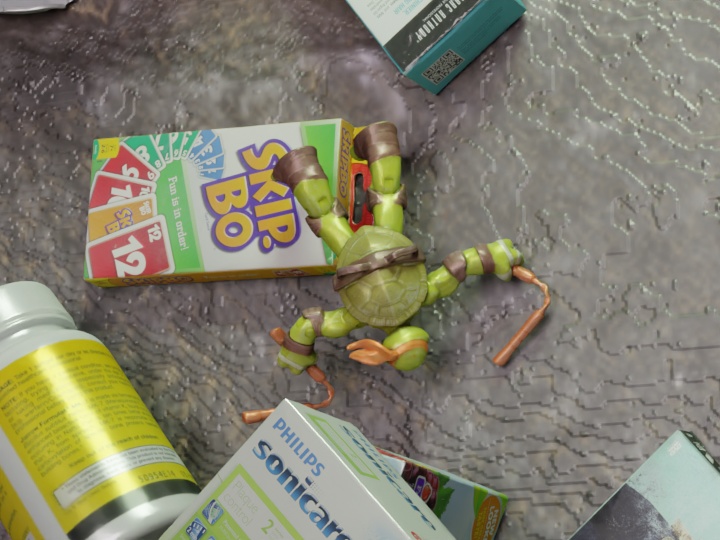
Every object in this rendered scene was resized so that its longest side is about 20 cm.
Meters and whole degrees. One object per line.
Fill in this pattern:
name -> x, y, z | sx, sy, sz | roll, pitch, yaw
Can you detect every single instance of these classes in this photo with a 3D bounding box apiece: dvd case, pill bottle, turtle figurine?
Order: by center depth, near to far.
dvd case -> 0.194, 0.208, 1.355 | 0.146, 0.022, 0.200 | -45, 64, 9
turtle figurine -> 0.000, 0.000, 1.457 | 0.199, 0.064, 0.162 | -23, 71, 6
pill bottle -> -0.184, 0.110, 1.508 | 0.114, 0.114, 0.200 | -41, 64, 11

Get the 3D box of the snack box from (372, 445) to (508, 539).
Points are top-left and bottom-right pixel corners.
snack box -> 0.003, 0.205, 1.379 | 0.053, 0.142, 0.201 | 19, 87, 29

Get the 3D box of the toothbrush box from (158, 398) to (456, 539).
toothbrush box -> -0.044, 0.193, 1.276 | 0.200, 0.086, 0.146 | -47, 63, 8

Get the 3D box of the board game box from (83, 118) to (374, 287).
board game box -> -0.083, -0.042, 1.548 | 0.199, 0.030, 0.096 | -3, 76, 23

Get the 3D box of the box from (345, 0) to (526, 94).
box -> 0.012, -0.211, 1.528 | 0.082, 0.049, 0.200 | -42, 64, 11

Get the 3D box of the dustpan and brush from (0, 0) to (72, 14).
dustpan and brush -> -0.298, -0.233, 1.675 | 0.199, 0.057, 0.140 | -10, 73, 23
